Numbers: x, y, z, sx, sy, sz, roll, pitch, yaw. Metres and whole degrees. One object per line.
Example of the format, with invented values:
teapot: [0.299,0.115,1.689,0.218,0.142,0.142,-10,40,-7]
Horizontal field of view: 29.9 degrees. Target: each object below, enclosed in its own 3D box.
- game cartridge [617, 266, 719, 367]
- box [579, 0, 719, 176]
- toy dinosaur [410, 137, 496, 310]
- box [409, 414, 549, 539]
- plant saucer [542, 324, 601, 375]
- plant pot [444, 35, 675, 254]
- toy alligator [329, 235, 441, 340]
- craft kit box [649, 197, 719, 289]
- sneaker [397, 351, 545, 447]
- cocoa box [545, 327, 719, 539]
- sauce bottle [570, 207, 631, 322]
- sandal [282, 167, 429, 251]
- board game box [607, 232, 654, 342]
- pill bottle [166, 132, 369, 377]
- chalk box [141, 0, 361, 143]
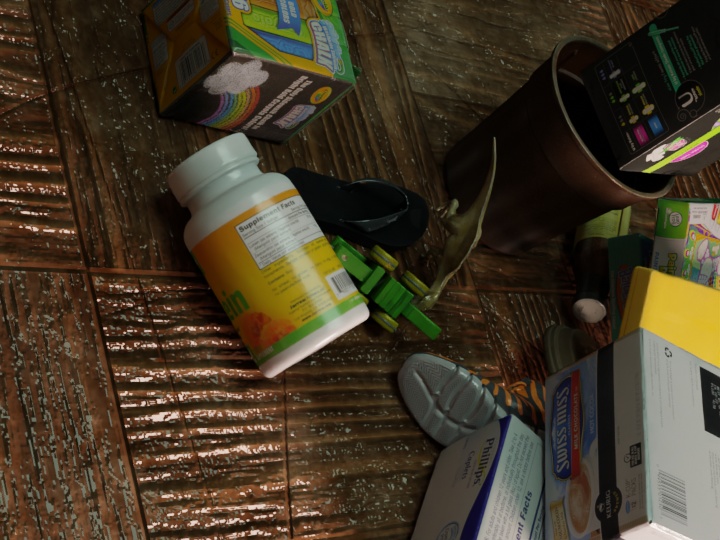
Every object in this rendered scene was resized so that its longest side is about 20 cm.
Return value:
game cartridge: [0.330,0.097,1.431,0.200,0.032,0.177,14,89,-45]
box: [0.359,-0.199,1.397,0.148,0.200,0.125,-1,64,-45]
toy dinosaur: [0.107,-0.039,1.391,0.058,0.200,0.101,26,6,-10]
box: [0.151,0.274,1.255,0.200,0.105,0.184,43,42,-17]
plant saucer: [0.261,0.145,1.466,0.200,0.029,0.200,49,24,-30]
plant pot: [0.212,-0.125,1.510,0.200,0.198,0.201,26,48,-33]
toy alligator: [0.000,0.000,1.329,0.200,0.059,0.054,39,0,-18]
craft kit box: [0.386,0.017,1.535,0.200,0.048,0.198,-5,105,-52]
sneaker: [0.127,0.137,1.357,0.200,0.078,0.112,36,21,-5]
cocoa box: [0.257,0.181,1.235,0.133,0.131,0.201,27,50,-28]
sauce bottle: [0.285,-0.022,1.621,0.066,0.066,0.200,41,43,-18]
sandal: [0.002,-0.065,1.377,0.200,0.043,0.076,5,61,-44]
board game box: [0.363,0.052,1.611,0.200,0.045,0.153,18,68,-49]
pill bottle: [-0.088,-0.016,1.200,0.111,0.111,0.200,-28,86,-50]
chalk box: [-0.092,-0.213,1.318,0.200,0.125,0.124,8,59,-44]
